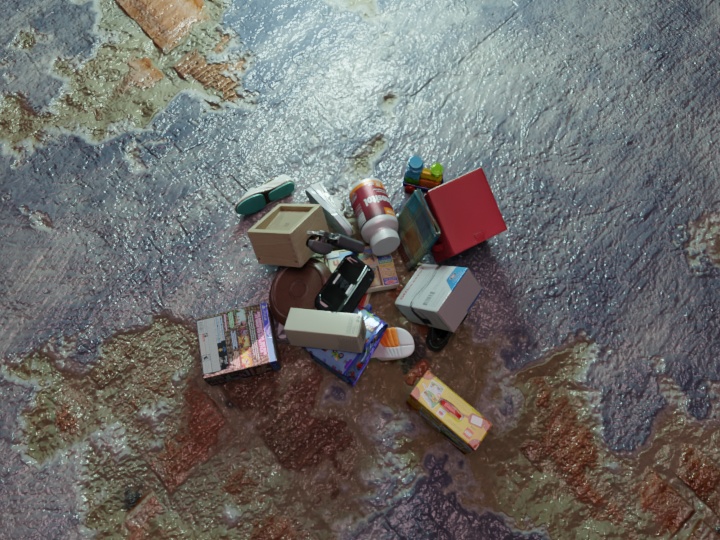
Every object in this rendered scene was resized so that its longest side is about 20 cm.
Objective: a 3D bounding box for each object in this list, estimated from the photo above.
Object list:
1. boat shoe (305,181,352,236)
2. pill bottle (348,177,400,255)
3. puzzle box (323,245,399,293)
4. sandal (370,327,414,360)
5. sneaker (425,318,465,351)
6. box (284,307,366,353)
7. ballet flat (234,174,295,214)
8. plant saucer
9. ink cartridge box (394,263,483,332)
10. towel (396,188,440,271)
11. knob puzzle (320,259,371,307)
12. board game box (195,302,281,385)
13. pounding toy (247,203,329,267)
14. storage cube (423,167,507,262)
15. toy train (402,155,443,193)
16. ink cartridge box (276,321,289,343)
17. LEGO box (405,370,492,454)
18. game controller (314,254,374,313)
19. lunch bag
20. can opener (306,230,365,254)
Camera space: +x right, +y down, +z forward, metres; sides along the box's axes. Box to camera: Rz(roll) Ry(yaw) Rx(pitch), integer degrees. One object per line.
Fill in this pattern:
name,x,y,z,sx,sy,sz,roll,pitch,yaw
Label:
boat shoe,-0.071,-0.187,1.706,0.085,0.075,0.202,-36,64,-15
pill bottle,0.043,-0.150,1.651,0.110,0.114,0.204,-16,61,-6
puzzle box,0.000,0.000,1.636,0.194,0.026,0.136,-9,63,-11
sandal,0.052,0.202,1.570,0.200,0.059,0.082,-7,71,21
sneaker,0.246,0.126,1.584,0.074,0.080,0.203,27,70,10
box,-0.087,0.150,1.469,0.193,0.083,0.070,6,54,14
ballet flat,-0.288,-0.227,1.726,0.196,0.070,0.070,-28,72,-14
plant saucer,-0.163,0.055,1.577,0.194,0.035,0.207,-6,67,15
ink cartridge box,0.203,0.068,1.539,0.084,0.198,0.146,46,72,-24
towel,0.145,-0.106,1.609,0.021,0.201,0.150,-13,67,-28
knob puzzle,-0.070,0.085,1.623,0.212,0.031,0.227,0,70,0
board game box,-0.322,0.195,1.546,0.194,0.097,0.164,-12,70,-5
pounding toy,-0.167,-0.092,1.609,0.180,0.146,0.201,5,36,32
storage cube,0.268,-0.148,1.611,0.195,0.171,0.184,-23,88,-10
toy train,0.224,-0.271,1.710,0.194,0.116,0.087,14,70,5
ink cartridge box,-0.169,0.095,1.603,0.096,0.039,0.206,-3,68,16
LEGO box,0.216,0.357,1.460,0.198,0.150,0.077,39,73,13
game controller,-0.040,0.048,1.555,0.103,0.042,0.202,33,57,3
lunch bag,-0.032,0.170,1.538,0.148,0.095,0.202,28,73,26
can opener,-0.068,-0.065,1.566,0.052,0.197,0.069,9,85,42
